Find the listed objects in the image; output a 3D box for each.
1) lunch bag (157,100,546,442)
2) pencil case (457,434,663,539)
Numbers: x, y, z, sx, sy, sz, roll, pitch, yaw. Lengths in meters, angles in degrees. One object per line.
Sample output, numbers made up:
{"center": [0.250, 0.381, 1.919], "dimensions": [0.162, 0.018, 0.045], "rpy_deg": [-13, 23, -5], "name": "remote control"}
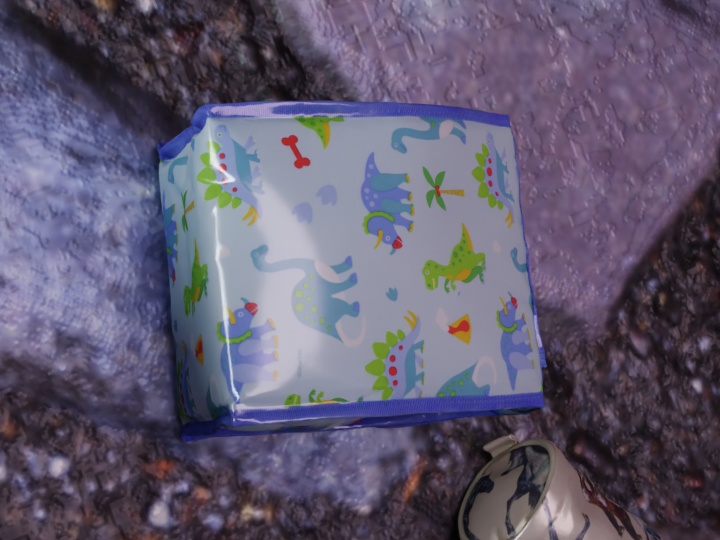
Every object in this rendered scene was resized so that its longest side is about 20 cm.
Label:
{"center": [0.000, 0.000, 1.004], "dimensions": [0.199, 0.127, 0.171], "rpy_deg": [-4, 83, -20], "name": "lunch bag"}
{"center": [0.150, 0.174, 1.087], "dimensions": [0.200, 0.078, 0.090], "rpy_deg": [36, 27, -19], "name": "pencil case"}
